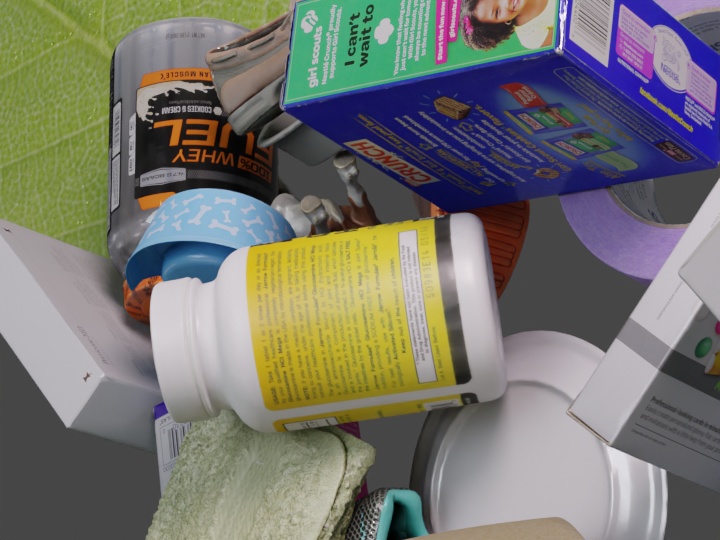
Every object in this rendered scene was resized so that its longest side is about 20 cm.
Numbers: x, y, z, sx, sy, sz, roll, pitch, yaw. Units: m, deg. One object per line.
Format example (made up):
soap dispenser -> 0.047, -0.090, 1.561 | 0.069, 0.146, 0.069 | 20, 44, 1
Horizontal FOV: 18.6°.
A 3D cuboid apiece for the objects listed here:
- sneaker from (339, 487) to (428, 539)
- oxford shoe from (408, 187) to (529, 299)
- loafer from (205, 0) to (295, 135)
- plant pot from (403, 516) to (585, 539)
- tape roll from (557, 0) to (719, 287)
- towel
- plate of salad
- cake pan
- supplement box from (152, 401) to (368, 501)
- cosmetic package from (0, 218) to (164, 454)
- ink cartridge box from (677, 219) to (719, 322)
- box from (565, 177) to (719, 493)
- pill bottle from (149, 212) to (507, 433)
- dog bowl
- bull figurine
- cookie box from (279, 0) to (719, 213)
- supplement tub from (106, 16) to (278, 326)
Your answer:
sneaker -> 0.037, 0.217, 1.304 | 0.091, 0.077, 0.201 | -49, 64, 39
oxford shoe -> 0.063, -0.057, 1.440 | 0.073, 0.071, 0.201 | -31, 47, 51
loafer -> -0.033, -0.155, 1.380 | 0.200, 0.072, 0.063 | -37, 87, 44
plant pot -> 0.043, 0.221, 1.199 | 0.199, 0.188, 0.188 | -25, 49, -13
tape roll -> 0.214, -0.081, 1.308 | 0.199, 0.065, 0.201 | -18, 62, 36
towel -> -0.078, 0.174, 1.342 | 0.148, 0.036, 0.201 | 19, 85, 43
plate of salad -> 0.108, 0.137, 1.319 | 0.199, 0.048, 0.201 | -9, 77, 42
cake pan -> 0.014, -0.142, 1.455 | 0.200, 0.037, 0.200 | -43, 10, 10
supplement box -> -0.058, 0.174, 1.418 | 0.101, 0.103, 0.201 | -25, 57, 30
cosmetic package -> -0.180, 0.050, 1.540 | 0.052, 0.150, 0.200 | -53, 47, 11
ink cartridge box -> 0.276, 0.042, 1.113 | 0.085, 0.199, 0.145 | -51, 47, 17
box -> 0.217, 0.021, 1.201 | 0.041, 0.156, 0.201 | 37, 98, 41
pill bottle -> -0.018, 0.034, 1.301 | 0.199, 0.113, 0.113 | -8, 64, 5
dog bowl -> -0.083, 0.018, 1.429 | 0.111, 0.200, 0.050 | 3, 57, 12
bull figurine -> 0.000, 0.000, 1.441 | 0.065, 0.122, 0.200 | -30, 58, -9
cookie box -> 0.082, -0.108, 1.272 | 0.199, 0.171, 0.076 | -8, 65, 38
supplement tub -> -0.118, -0.066, 1.551 | 0.122, 0.122, 0.201 | -19, 62, 34
